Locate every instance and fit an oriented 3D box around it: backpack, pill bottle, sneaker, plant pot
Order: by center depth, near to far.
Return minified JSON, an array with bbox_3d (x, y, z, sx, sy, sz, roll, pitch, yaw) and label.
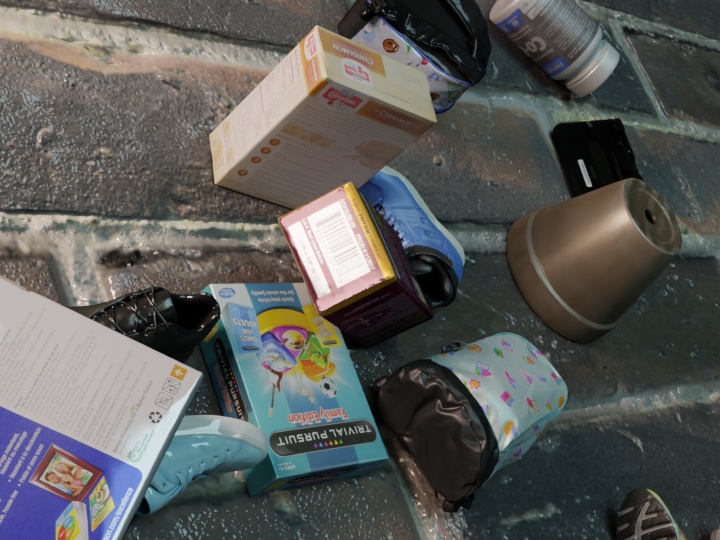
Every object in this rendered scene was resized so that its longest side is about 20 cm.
[{"bbox_3d":[-0.167,0.170,0.989,0.199,0.074,0.082,6,59,-30],"label":"sneaker"},{"bbox_3d":[-0.209,0.048,1.021,0.200,0.091,0.076,-12,72,-48],"label":"sneaker"},{"bbox_3d":[0.130,0.150,1.261,0.200,0.127,0.167,-13,68,-53],"label":"backpack"},{"bbox_3d":[0.043,-0.038,1.356,0.200,0.077,0.111,45,28,-20],"label":"sneaker"},{"bbox_3d":[0.373,0.354,1.400,0.090,0.078,0.200,-5,70,-56],"label":"sneaker"},{"bbox_3d":[0.072,-0.297,1.532,0.190,0.154,0.200,37,46,-6],"label":"backpack"},{"bbox_3d":[0.324,-0.029,1.562,0.200,0.173,0.200,25,46,-29],"label":"plant pot"},{"bbox_3d":[0.314,-0.379,1.875,0.200,0.114,0.114,40,39,-14],"label":"pill bottle"}]

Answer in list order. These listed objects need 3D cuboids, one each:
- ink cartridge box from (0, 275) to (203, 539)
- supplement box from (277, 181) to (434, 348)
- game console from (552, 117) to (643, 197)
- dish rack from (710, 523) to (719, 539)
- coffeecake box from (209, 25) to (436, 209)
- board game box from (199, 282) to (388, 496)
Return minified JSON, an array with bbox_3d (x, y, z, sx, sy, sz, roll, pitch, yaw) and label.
[{"bbox_3d":[-0.252,0.122,0.902,0.200,0.047,0.198,25,59,-2],"label":"ink cartridge box"},{"bbox_3d":[0.000,0.000,1.205,0.111,0.085,0.200,66,8,18],"label":"supplement box"},{"bbox_3d":[0.391,-0.125,1.832,0.175,0.116,0.200,-6,61,-15],"label":"game console"},{"bbox_3d":[0.516,0.431,1.502,0.200,0.044,0.172,37,41,-20],"label":"dish rack"},{"bbox_3d":[-0.043,-0.153,1.259,0.153,0.200,0.073,16,50,-37],"label":"coffeecake box"},{"bbox_3d":[-0.071,0.110,1.149,0.151,0.047,0.200,-1,62,-46],"label":"board game box"}]
